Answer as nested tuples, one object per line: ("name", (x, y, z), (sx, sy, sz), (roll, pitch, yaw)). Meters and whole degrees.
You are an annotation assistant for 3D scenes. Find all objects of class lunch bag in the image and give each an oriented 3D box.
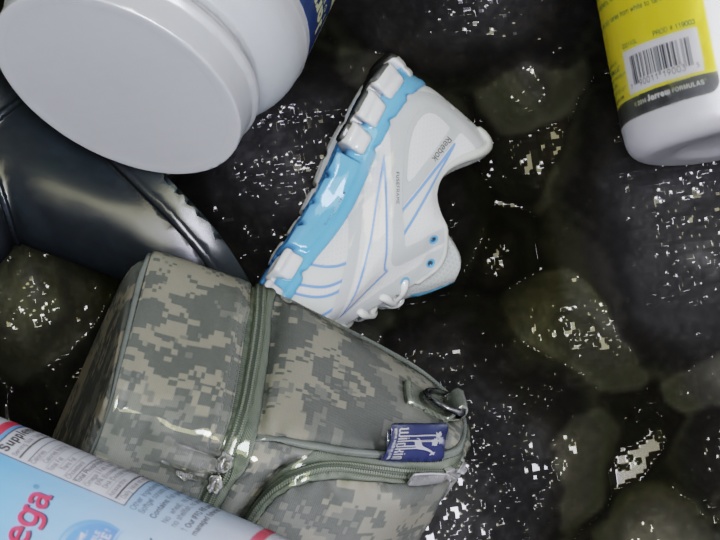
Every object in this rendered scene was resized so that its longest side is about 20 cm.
("lunch bag", (-0.058, 0.110, 1.186), (0.167, 0.140, 0.201), (19, 121, -12))

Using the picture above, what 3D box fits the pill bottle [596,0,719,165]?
("pill bottle", (0.165, -0.159, 1.264), (0.112, 0.112, 0.201), (-10, 83, -2))

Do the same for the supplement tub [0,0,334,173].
("supplement tub", (-0.075, -0.160, 1.216), (0.144, 0.145, 0.201), (22, 60, 2))

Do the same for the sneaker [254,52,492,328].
("sneaker", (0.000, 0.000, 1.264), (0.086, 0.075, 0.201), (30, 85, -6))

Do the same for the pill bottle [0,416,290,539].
("pill bottle", (-0.131, 0.124, 1.057), (0.199, 0.109, 0.109), (21, 83, 9))

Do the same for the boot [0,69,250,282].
("boot", (-0.174, -0.006, 1.257), (0.200, 0.076, 0.168), (43, 83, 8))
